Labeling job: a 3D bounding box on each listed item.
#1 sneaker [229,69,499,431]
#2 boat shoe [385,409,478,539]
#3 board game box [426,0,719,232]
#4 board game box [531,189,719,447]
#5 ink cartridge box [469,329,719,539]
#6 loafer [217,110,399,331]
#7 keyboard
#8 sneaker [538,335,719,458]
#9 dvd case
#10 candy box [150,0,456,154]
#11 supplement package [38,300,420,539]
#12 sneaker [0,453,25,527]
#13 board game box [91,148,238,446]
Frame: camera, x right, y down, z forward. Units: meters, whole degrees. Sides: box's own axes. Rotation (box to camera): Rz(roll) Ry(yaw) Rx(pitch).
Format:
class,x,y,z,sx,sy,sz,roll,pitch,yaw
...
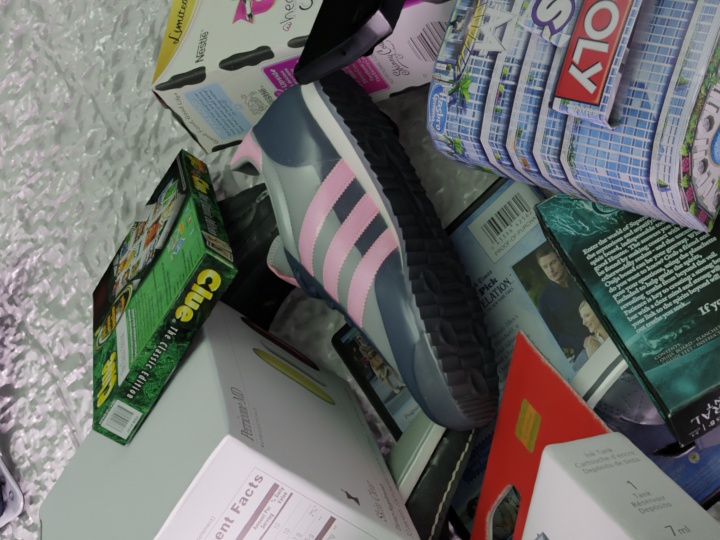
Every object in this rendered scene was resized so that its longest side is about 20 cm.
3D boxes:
class,x,y,z,sx,sy,sz,roll,pitch,yaw
sneaker,0.000,0.000,0.753,0.082,0.070,0.202,-35,64,24
boat shoe,0.018,0.156,0.768,0.060,0.076,0.202,26,105,-2
board game box,0.128,-0.129,0.648,0.199,0.061,0.202,19,88,47
board game box,0.189,-0.028,0.656,0.199,0.028,0.136,-30,47,2
ink cartridge box,0.080,0.157,0.666,0.176,0.044,0.202,46,134,49
loafer,-0.058,-0.018,0.847,0.070,0.068,0.201,47,107,21
keyboard,0.035,-0.175,0.750,0.104,0.039,0.202,-24,40,52
sneaker,0.173,0.037,0.687,0.200,0.078,0.080,-43,61,3
dvd case,0.085,0.065,0.778,0.143,0.017,0.201,-43,64,16
candy box,-0.008,-0.155,0.824,0.198,0.061,0.138,-15,48,27
supplement package,-0.073,0.125,0.744,0.157,0.110,0.200,-55,20,9
sneaker,-0.243,0.081,0.931,0.108,0.070,0.202,28,101,36
board game box,-0.109,0.007,0.811,0.105,0.023,0.200,-54,19,10
